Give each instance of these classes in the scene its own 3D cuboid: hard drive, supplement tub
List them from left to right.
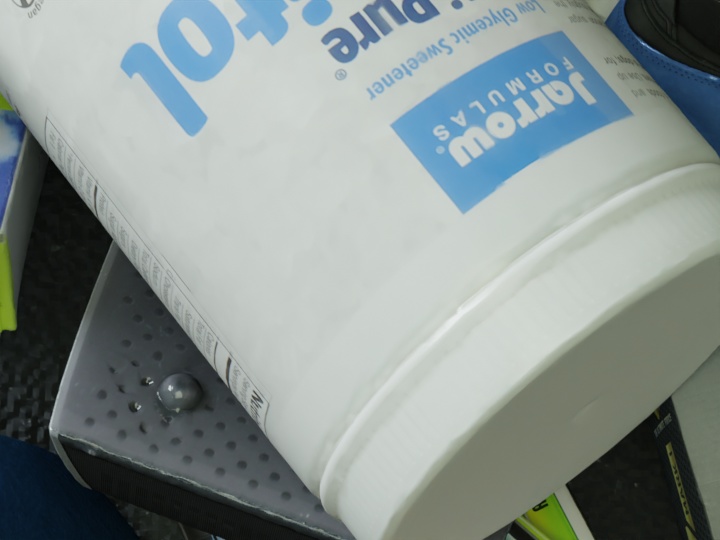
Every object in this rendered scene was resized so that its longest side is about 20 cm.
[{"bbox_3d":[-0.005,-0.040,0.666,0.132,0.132,0.200,-39,73,-2],"label":"supplement tub"},{"bbox_3d":[0.000,0.000,0.760,0.135,0.042,0.200,20,52,2],"label":"hard drive"}]

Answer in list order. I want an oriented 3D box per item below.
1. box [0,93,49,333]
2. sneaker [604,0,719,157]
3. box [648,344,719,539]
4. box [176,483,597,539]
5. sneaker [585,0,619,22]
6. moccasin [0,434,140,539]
[{"bbox_3d":[-0.146,-0.056,0.754,0.122,0.048,0.200,6,47,1],"label":"box"},{"bbox_3d":[0.169,-0.048,0.756,0.200,0.111,0.077,19,52,-8],"label":"sneaker"},{"bbox_3d":[0.189,0.063,0.709,0.200,0.051,0.158,-15,79,-3],"label":"box"},{"bbox_3d":[0.023,0.109,0.754,0.110,0.035,0.200,-26,57,-2],"label":"box"},{"bbox_3d":[0.117,-0.113,0.802,0.200,0.074,0.116,25,88,12],"label":"sneaker"},{"bbox_3d":[-0.118,0.083,0.737,0.068,0.200,0.081,-27,54,14],"label":"moccasin"}]
